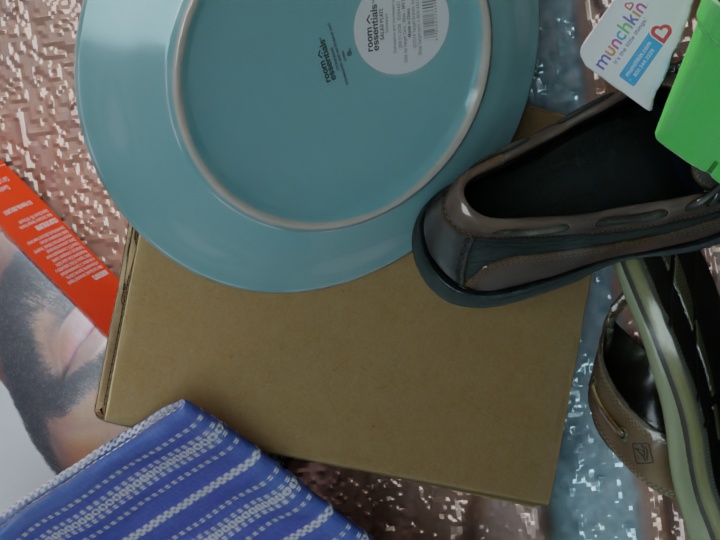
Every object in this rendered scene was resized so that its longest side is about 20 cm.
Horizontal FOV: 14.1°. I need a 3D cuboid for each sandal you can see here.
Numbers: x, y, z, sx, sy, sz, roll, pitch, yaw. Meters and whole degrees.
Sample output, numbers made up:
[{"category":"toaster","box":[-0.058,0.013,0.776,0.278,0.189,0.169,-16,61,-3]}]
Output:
[{"category":"sandal","box":[0.125,0.063,1.218,0.057,0.080,0.202,-10,98,22]}]

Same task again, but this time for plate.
[{"category":"plate","box":[-0.014,-0.084,1.131,0.199,0.026,0.202,-8,111,-22]}]

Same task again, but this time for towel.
[{"category":"towel","box":[-0.055,0.143,1.211,0.144,0.024,0.200,-34,124,27]}]

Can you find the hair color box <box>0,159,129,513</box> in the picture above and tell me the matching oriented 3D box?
[{"category":"hair color box","box":[-0.148,0.049,1.300,0.200,0.064,0.111,44,107,3]}]

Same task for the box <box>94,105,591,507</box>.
[{"category":"box","box":[0.000,0.000,1.195,0.199,0.021,0.165,12,86,-20]}]

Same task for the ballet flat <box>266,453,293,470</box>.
[{"category":"ballet flat","box":[-0.046,0.033,1.226,0.074,0.074,0.201,22,79,11]}]

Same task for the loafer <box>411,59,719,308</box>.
[{"category":"loafer","box":[0.116,-0.043,1.157,0.199,0.063,0.072,-24,72,-16]}]

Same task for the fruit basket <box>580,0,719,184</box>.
[{"category":"fruit basket","box":[0.200,-0.100,0.995,0.185,0.094,0.201,34,111,2]}]
